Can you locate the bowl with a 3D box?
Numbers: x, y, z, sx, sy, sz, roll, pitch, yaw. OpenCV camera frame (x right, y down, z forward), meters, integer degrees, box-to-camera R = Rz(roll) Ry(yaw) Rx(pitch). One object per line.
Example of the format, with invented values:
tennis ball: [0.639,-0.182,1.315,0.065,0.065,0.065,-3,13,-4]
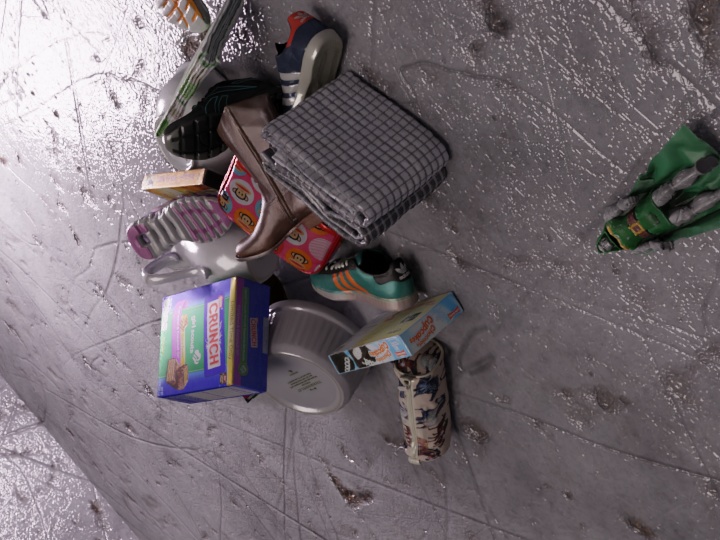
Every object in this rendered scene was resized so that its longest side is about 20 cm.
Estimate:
bowl: [-0.261,-0.218,1.611,0.200,0.090,0.203,33,142,30]

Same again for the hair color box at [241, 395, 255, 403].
hair color box: [-0.203,0.152,1.803,0.061,0.099,0.200,43,168,23]

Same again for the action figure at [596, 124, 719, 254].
action figure: [0.310,-0.059,1.072,0.118,0.055,0.200,50,151,1]

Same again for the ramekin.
ramekin: [-0.086,0.148,1.653,0.200,0.095,0.204,14,140,12]

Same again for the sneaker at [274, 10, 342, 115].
sneaker: [-0.083,-0.259,1.372,0.085,0.075,0.201,46,140,19]

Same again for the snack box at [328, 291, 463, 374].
snack box: [0.048,0.092,1.479,0.037,0.116,0.199,57,147,-7]

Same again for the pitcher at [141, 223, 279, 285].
pitcher: [-0.245,-0.021,1.665,0.198,0.172,0.122,8,131,36]

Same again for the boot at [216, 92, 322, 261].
boot: [-0.150,-0.128,1.404,0.185,0.064,0.201,-28,109,23]

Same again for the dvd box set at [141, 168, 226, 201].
dvd box set: [-0.244,-0.123,1.649,0.145,0.030,0.199,22,168,-39]

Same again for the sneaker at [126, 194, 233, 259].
sneaker: [-0.275,-0.085,1.619,0.198,0.089,0.081,-15,114,30]

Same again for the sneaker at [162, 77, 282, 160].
sneaker: [-0.197,-0.216,1.435,0.079,0.199,0.076,43,143,30]

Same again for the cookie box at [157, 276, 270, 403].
cookie box: [-0.234,0.114,1.630,0.199,0.075,0.173,-15,68,42]

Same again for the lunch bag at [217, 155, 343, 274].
lunch bag: [-0.099,-0.108,1.489,0.199,0.082,0.177,36,135,3]

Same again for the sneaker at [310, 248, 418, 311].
sneaker: [0.000,0.000,1.506,0.198,0.071,0.081,10,123,41]

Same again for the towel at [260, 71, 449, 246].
towel: [-0.010,-0.139,1.299,0.199,0.165,0.086,38,150,22]

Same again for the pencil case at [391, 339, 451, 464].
pencil case: [0.092,0.202,1.549,0.077,0.089,0.202,25,138,36]

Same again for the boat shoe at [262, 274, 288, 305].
boat shoe: [-0.154,0.070,1.758,0.201,0.072,0.065,51,146,-6]

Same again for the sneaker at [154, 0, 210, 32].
sneaker: [-0.269,-0.429,1.444,0.201,0.077,0.078,55,147,-7]

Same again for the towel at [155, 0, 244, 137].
towel: [-0.224,-0.288,1.445,0.030,0.150,0.200,28,143,-14]
